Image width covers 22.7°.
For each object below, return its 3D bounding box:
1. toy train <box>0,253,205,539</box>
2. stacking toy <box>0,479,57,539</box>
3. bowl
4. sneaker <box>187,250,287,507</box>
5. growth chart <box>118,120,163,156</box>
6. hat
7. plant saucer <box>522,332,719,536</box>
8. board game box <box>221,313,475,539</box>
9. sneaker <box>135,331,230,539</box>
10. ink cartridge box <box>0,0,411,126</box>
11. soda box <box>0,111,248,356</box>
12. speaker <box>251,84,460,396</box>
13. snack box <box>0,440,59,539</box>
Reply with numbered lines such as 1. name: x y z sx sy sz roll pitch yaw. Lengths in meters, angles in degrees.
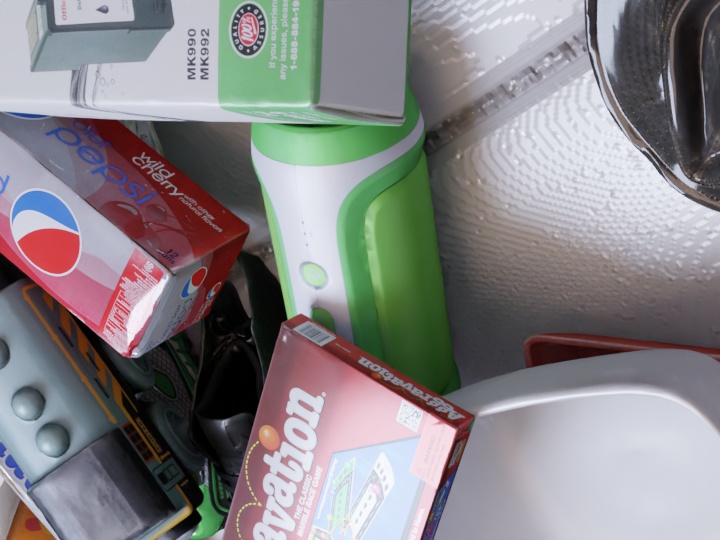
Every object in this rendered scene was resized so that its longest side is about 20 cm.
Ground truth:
1. toy train: -0.153 0.065 0.931 0.085 0.114 0.200 -34 90 8
2. stacking toy: -0.144 0.210 1.134 0.200 0.146 0.146 12 132 0
3. bowl: 0.128 0.122 0.852 0.200 0.075 0.200 -15 114 40
4. sneaker: -0.055 0.099 0.939 0.060 0.200 0.104 -9 154 29
5. growth chart: -0.167 -0.089 0.956 0.145 0.018 0.200 -11 108 36
6. hat: 0.165 -0.083 0.716 0.201 0.081 0.201 17 131 20
7. plant saucer: 0.191 0.113 0.881 0.200 0.037 0.200 5 126 29
8. board game box: -0.018 0.130 0.868 0.103 0.019 0.200 30 121 25
9. sneaker: -0.132 0.068 1.019 0.200 0.085 0.078 42 135 1
10. ink cartridge box: -0.081 -0.139 0.790 0.200 0.084 0.146 3 93 31
11. soda box: -0.157 -0.048 0.900 0.200 0.070 0.063 39 126 13
12. speaker: 0.000 0.000 0.882 0.088 0.088 0.200 9 127 27
13. snack box: -0.205 0.092 1.002 0.200 0.024 0.072 54 166 -19
